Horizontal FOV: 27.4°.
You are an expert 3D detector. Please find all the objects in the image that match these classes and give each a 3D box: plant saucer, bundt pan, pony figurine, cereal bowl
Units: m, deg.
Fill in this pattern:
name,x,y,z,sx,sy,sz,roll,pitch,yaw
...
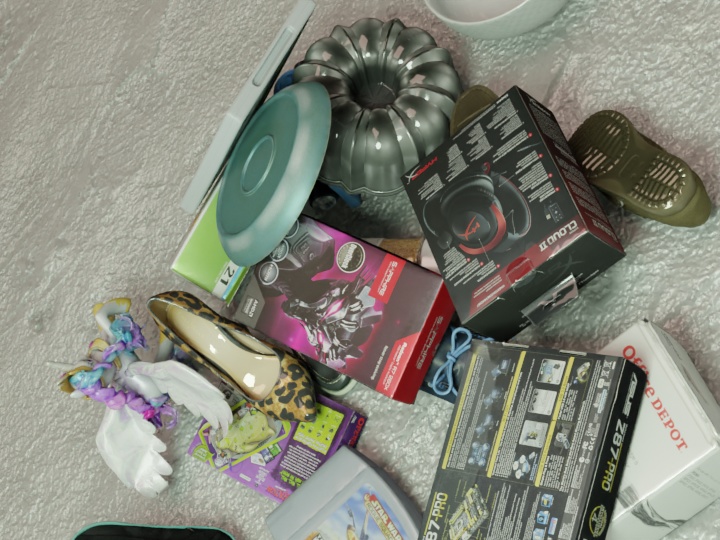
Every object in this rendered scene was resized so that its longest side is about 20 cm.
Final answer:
name,x,y,z,sx,sy,sz,roll,pitch,yaw
plant saucer,-0.094,-0.102,1.479,0.200,0.027,0.201,-42,36,40
bundt pan,0.015,-0.182,1.548,0.200,0.076,0.203,-2,65,3
pony figurine,-0.238,0.122,1.589,0.167,0.193,0.200,-46,11,22
cereal bowl,0.164,-0.329,1.560,0.199,0.083,0.202,-19,57,32

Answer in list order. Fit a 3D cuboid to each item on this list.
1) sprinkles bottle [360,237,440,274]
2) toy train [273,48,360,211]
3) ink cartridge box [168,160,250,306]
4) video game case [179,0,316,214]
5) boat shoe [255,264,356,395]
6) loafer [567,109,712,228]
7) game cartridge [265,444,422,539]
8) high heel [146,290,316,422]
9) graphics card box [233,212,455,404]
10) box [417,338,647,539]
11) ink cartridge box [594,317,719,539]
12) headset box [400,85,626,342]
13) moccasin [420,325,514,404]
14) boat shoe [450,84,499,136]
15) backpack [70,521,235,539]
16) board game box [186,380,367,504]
name,x,y,z,sx,sy,sz,roll,pitch,yaw
sprinkles bottle,0.000,0.000,1.495,0.198,0.068,0.069,0,67,17
toy train,-0.029,-0.162,1.635,0.114,0.087,0.201,-23,55,22
ink cartridge box,-0.141,-0.047,1.599,0.148,0.075,0.200,-60,7,-2
video game case,-0.122,-0.175,1.576,0.183,0.022,0.200,-62,5,-33
boat shoe,-0.061,0.046,1.564,0.074,0.066,0.200,-37,50,18
loafer,0.257,-0.087,1.378,0.076,0.067,0.200,-46,32,7
game cartridge,0.003,0.271,1.401,0.133,0.041,0.200,-46,56,15
high heel,-0.135,0.091,1.511,0.200,0.142,0.072,39,100,45
graphics card box,-0.014,0.031,1.420,0.199,0.051,0.126,25,91,29
box,0.140,0.164,1.239,0.160,0.049,0.201,4,72,40
ink cartridge box,0.216,0.161,1.270,0.200,0.085,0.146,-41,49,19
headset box,0.140,-0.043,1.354,0.148,0.075,0.201,-38,53,23
moccasin,0.077,0.092,1.427,0.199,0.068,0.081,3,70,38
boat shoe,0.150,-0.097,1.466,0.072,0.068,0.201,-38,52,24
backpack,-0.222,0.342,1.454,0.153,0.199,0.177,-37,50,40
board game box,-0.091,0.174,1.551,0.199,0.032,0.121,20,78,44
